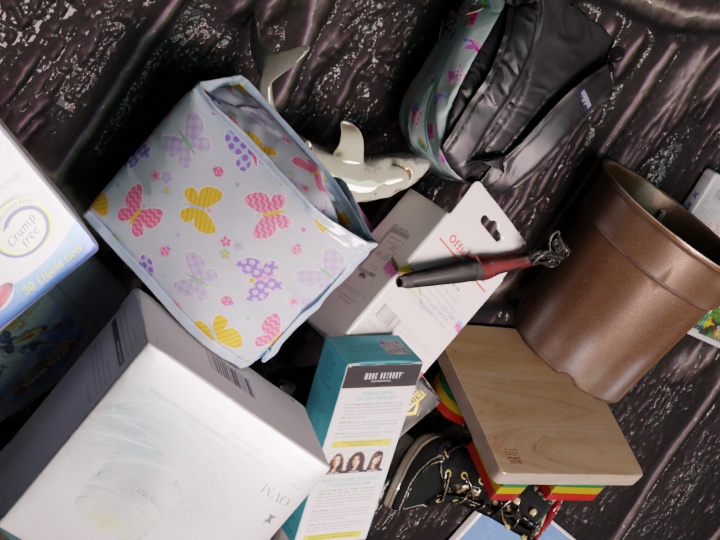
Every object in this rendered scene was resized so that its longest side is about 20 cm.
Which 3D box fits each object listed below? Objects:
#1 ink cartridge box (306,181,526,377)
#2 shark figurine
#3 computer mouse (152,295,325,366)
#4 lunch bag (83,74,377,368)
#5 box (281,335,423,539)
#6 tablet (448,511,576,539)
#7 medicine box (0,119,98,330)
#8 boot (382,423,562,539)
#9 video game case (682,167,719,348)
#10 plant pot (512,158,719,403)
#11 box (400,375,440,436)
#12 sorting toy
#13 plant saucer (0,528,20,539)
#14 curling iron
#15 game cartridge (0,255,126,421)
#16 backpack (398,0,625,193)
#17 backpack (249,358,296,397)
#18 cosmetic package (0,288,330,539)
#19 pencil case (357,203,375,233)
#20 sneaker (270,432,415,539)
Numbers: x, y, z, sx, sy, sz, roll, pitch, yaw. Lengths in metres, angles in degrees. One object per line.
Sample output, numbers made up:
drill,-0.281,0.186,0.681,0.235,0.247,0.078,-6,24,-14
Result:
ink cartridge box,0.054,0.009,1.448,0.200,0.067,0.117,-48,133,-7
shark figurine,-0.052,-0.121,1.397,0.128,0.090,0.214,-47,121,4
computer mouse,-0.095,0.026,1.479,0.199,0.053,0.138,31,119,-35
lunch bag,-0.105,-0.038,1.313,0.170,0.200,0.127,-47,171,21
box,-0.013,0.157,1.405,0.082,0.049,0.201,1,119,-32
tablet,0.183,0.347,1.886,0.130,0.014,0.200,-47,132,1
medicine box,-0.347,-0.047,1.231,0.182,0.103,0.200,-39,125,-6
boot,0.124,0.237,1.639,0.203,0.153,0.074,-17,134,-63
video game case,0.421,-0.010,1.808,0.199,0.022,0.183,22,105,-40
plant pot,0.278,0.020,1.636,0.200,0.201,0.199,22,113,-39
box,-0.023,0.166,1.546,0.200,0.160,0.049,-39,102,-4
sorting toy,0.175,0.159,1.654,0.199,0.199,0.070,6,135,-34
plant saucer,-0.295,0.230,1.395,0.039,0.200,0.202,-45,134,-23
curling iron,0.114,-0.008,1.418,0.199,0.026,0.050,-10,154,-31
game cartridge,-0.312,0.054,1.375,0.200,0.042,0.133,-41,127,-4
backpack,0.131,-0.173,1.448,0.166,0.126,0.201,32,89,-27
backpack,-0.181,0.161,1.440,0.182,0.147,0.201,10,107,-22
cosmetic package,-0.170,0.164,1.294,0.199,0.123,0.200,37,99,-24
pencil case,0.000,0.000,1.506,0.087,0.087,0.200,-42,133,-3
sneaker,-0.012,0.252,1.654,0.200,0.087,0.075,-39,130,-7
